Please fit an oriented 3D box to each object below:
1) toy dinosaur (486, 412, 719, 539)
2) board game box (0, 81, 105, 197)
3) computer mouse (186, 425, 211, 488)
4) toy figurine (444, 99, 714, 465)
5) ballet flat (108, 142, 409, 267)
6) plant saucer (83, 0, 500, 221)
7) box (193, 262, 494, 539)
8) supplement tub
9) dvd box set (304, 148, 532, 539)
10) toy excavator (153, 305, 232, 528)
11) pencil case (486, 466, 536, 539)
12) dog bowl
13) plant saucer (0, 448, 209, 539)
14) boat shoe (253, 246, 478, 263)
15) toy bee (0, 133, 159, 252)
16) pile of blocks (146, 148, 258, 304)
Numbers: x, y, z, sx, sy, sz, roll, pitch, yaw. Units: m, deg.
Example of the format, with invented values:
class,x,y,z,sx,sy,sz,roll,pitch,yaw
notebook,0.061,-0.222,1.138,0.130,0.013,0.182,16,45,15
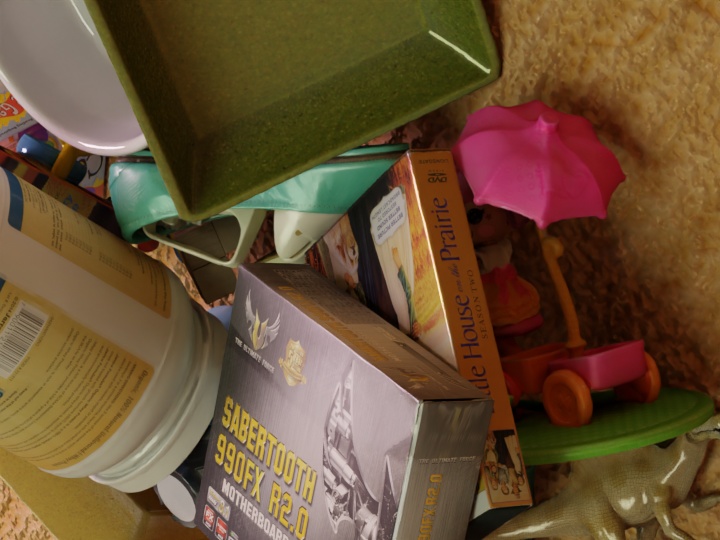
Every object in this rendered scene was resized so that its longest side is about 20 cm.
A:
class,x,y,z,sx,sy,sz,roll,pitch,yaw
toy dinosaur,0.147,0.139,1.531,0.200,0.058,0.101,-29,89,30
board game box,-0.274,-0.107,1.793,0.200,0.105,0.103,33,134,28
computer mouse,-0.044,0.173,1.647,0.200,0.046,0.140,52,147,-6
toy figurine,0.088,0.000,1.467,0.200,0.150,0.185,-2,100,51
ballet flat,-0.056,-0.037,1.548,0.199,0.067,0.071,0,91,27
plant saucer,-0.043,-0.148,1.439,0.048,0.199,0.200,58,172,48
box,-0.014,0.103,1.419,0.200,0.048,0.159,36,120,53
supplement tub,-0.191,0.035,1.584,0.200,0.145,0.144,33,153,-31
dvd box set,0.027,0.055,1.437,0.146,0.029,0.201,-42,55,57
toy excavator,-0.071,0.072,1.679,0.194,0.100,0.200,39,142,23
pencil case,0.055,0.175,1.632,0.092,0.085,0.201,16,126,16
dog bowl,-0.147,-0.172,1.546,0.200,0.079,0.201,29,135,34
plant saucer,-0.175,0.131,1.806,0.200,0.200,0.048,45,102,16
boat shoe,0.000,0.000,1.591,0.200,0.073,0.065,-23,91,51
toy bee,-0.180,-0.043,1.677,0.109,0.200,0.131,28,112,35
pile of blocks,-0.108,-0.068,1.662,0.082,0.062,0.200,81,163,-65
